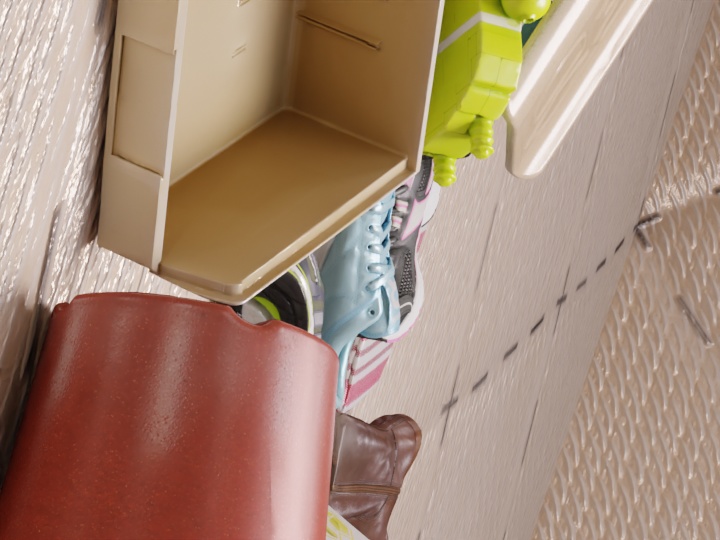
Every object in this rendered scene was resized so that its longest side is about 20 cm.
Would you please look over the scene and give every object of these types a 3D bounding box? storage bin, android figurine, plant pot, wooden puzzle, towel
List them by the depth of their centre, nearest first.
[{"bbox_3d":[-0.098,0.123,1.421,0.201,0.199,0.197,68,30,-73],"label":"plant pot"},{"bbox_3d":[-0.044,-0.116,1.492,0.198,0.093,0.201,-39,145,-49],"label":"storage bin"},{"bbox_3d":[0.059,-0.153,1.797,0.182,0.041,0.201,-38,-132,52],"label":"android figurine"},{"bbox_3d":[0.137,-0.162,1.881,0.186,0.046,0.200,-57,169,-6],"label":"wooden puzzle"},{"bbox_3d":[0.015,0.008,2.238,0.146,0.030,0.201,-29,136,-75],"label":"towel"}]

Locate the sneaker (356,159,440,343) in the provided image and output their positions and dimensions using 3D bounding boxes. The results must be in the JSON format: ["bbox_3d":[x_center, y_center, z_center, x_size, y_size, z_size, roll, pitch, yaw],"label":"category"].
[{"bbox_3d":[0.010,-0.039,2.046,0.087,0.080,0.201,87,9,-45],"label":"sneaker"}]

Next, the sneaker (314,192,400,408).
[{"bbox_3d":[0.000,0.000,1.891,0.201,0.082,0.074,-64,175,22],"label":"sneaker"}]

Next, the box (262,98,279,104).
[{"bbox_3d":[-0.014,-0.159,1.705,0.200,0.040,0.138,4,101,-66],"label":"box"}]

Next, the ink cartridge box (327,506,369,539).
[{"bbox_3d":[-0.035,0.160,1.776,0.048,0.145,0.200,-48,-174,12],"label":"ink cartridge box"}]

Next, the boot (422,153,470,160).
[{"bbox_3d":[0.063,-0.149,1.944,0.211,0.079,0.159,-149,-110,-72],"label":"boot"}]

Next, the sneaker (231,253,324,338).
[{"bbox_3d":[-0.050,0.046,1.837,0.201,0.073,0.081,96,11,-46],"label":"sneaker"}]

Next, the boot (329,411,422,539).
[{"bbox_3d":[-0.023,0.194,2.216,0.200,0.064,0.188,0,108,-74],"label":"boot"}]
